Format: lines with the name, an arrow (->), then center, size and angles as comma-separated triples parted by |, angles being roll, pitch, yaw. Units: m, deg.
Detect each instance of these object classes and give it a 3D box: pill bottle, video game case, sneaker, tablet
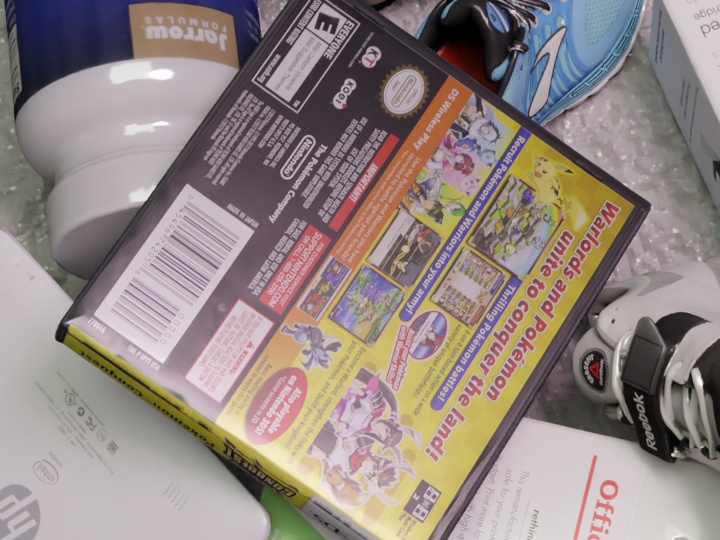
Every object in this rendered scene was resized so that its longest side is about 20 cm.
pill bottle -> -0.102, -0.103, 1.217 | 0.115, 0.116, 0.201 | -9, 69, 2
video game case -> 0.000, 0.000, 1.127 | 0.180, 0.026, 0.201 | 35, 67, -1
sneaker -> 0.071, -0.104, 1.222 | 0.078, 0.090, 0.201 | 29, 72, 15
tablet -> -0.136, 0.091, 1.167 | 0.200, 0.014, 0.130 | 45, 108, 26
sneaker -> 0.134, 0.050, 1.115 | 0.088, 0.200, 0.075 | -6, 106, 0

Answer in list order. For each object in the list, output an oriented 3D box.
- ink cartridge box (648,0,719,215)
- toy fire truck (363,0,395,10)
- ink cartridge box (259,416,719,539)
ink cartridge box -> 0.231, -0.054, 1.190 | 0.143, 0.084, 0.201 | -21, 69, -3
toy fire truck -> 0.046, -0.235, 1.272 | 0.199, 0.129, 0.177 | -25, 68, 6
ink cartridge box -> 0.056, 0.125, 1.147 | 0.198, 0.067, 0.118 | 13, 70, 11
